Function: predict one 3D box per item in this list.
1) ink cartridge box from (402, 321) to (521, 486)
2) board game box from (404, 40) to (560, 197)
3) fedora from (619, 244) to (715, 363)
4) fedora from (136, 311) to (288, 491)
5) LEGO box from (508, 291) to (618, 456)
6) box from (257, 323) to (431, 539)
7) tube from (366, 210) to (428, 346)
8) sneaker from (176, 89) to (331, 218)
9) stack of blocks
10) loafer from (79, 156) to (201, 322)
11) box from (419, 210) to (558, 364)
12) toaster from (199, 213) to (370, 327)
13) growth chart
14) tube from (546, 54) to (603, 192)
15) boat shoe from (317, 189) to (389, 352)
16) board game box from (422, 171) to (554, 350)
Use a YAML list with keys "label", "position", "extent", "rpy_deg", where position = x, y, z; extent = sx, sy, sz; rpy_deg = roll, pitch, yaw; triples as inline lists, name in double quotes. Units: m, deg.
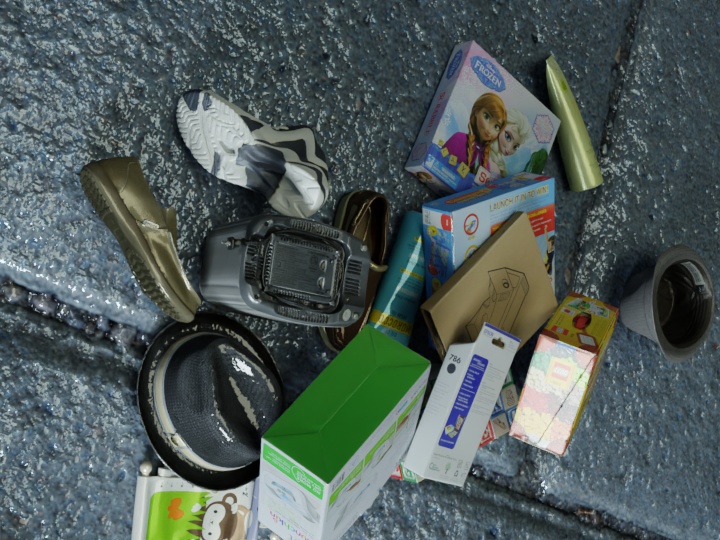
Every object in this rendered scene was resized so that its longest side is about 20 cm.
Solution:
- label: "ink cartridge box"
  position: [0.126, 0.161, 1.245]
  extent: [0.099, 0.039, 0.202]
  rpy_deg: [26, 86, -49]
- label: "board game box"
  position: [0.174, -0.176, 1.397]
  extent: [0.199, 0.041, 0.201]
  rpy_deg: [33, 70, -32]
- label: "fedora"
  position: [0.468, 0.051, 1.575]
  extent: [0.199, 0.090, 0.179]
  rpy_deg: [-26, 105, -40]
- label: "fedora"
  position: [-0.144, 0.140, 1.110]
  extent: [0.199, 0.091, 0.203]
  rpy_deg: [7, 77, -34]
- label: "LEGO box"
  position: [0.275, 0.133, 1.354]
  extent: [0.200, 0.076, 0.151]
  rpy_deg: [-33, 140, -64]
- label: "box"
  position: [-0.018, 0.197, 1.146]
  extent: [0.200, 0.096, 0.177]
  rpy_deg: [-45, 157, -36]
- label: "tube"
  position: [0.052, 0.026, 1.304]
  extent: [0.077, 0.050, 0.202]
  rpy_deg: [20, 83, -25]
- label: "sneaker"
  position: [-0.113, -0.143, 1.175]
  extent: [0.198, 0.130, 0.080]
  rpy_deg: [30, 109, 4]
- label: "stack of blocks"
  position: [0.116, 0.182, 1.333]
  extent: [0.199, 0.058, 0.116]
  rpy_deg: [-20, 100, -35]
- label: "loafer"
  position: [-0.222, -0.036, 1.084]
  extent: [0.067, 0.076, 0.201]
  rpy_deg: [-36, 109, -24]
- label: "box"
  position: [0.169, 0.047, 1.295]
  extent: [0.200, 0.021, 0.164]
  rpy_deg: [-42, 127, -25]
- label: "toaster"
  position: [-0.095, 0.002, 1.142]
  extent: [0.198, 0.129, 0.115]
  rpy_deg: [11, 81, -36]
- label: "growth chart"
  position: [-0.170, 0.271, 1.148]
  extent: [0.198, 0.018, 0.147]
  rpy_deg: [-3, 91, -35]
- label: "tube"
  position: [0.307, -0.217, 1.490]
  extent: [0.052, 0.058, 0.202]
  rpy_deg: [-23, 101, -20]
- label: "boat shoe"
  position: [-0.005, -0.001, 1.241]
  extent: [0.074, 0.075, 0.205]
  rpy_deg: [11, 82, -35]
- label: "board game box"
  position: [0.174, -0.011, 1.336]
  extent: [0.199, 0.056, 0.198]
  rpy_deg: [-19, 114, -36]
